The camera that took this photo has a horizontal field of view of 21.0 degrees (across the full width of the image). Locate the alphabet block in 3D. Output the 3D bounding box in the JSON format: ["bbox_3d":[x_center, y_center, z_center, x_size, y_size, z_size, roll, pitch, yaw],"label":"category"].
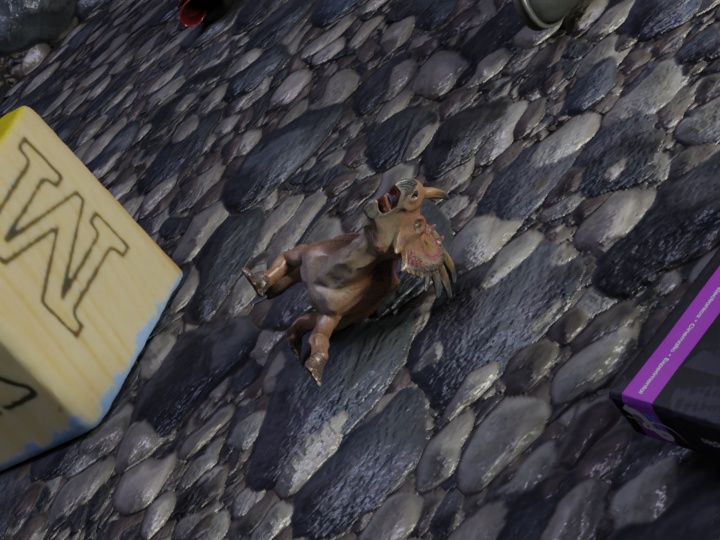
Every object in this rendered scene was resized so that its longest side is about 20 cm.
[{"bbox_3d":[-0.301,0.023,1.590,0.194,0.200,0.197,-24,28,36],"label":"alphabet block"}]

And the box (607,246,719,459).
[{"bbox_3d":[0.224,0.033,0.882,0.143,0.036,0.199,-50,31,-16],"label":"box"}]

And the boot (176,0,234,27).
[{"bbox_3d":[-0.189,-0.333,2.231,0.199,0.073,0.145,-2,46,53],"label":"boot"}]

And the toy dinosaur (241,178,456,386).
[{"bbox_3d":[0.000,0.000,1.300,0.135,0.086,0.200,-33,5,-5],"label":"toy dinosaur"}]

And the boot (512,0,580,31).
[{"bbox_3d":[0.221,-0.260,1.430,0.199,0.073,0.183,-2,46,48],"label":"boot"}]
